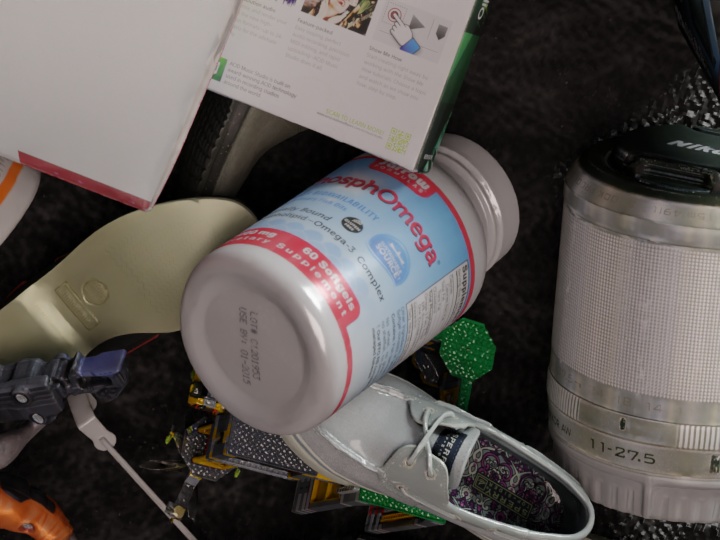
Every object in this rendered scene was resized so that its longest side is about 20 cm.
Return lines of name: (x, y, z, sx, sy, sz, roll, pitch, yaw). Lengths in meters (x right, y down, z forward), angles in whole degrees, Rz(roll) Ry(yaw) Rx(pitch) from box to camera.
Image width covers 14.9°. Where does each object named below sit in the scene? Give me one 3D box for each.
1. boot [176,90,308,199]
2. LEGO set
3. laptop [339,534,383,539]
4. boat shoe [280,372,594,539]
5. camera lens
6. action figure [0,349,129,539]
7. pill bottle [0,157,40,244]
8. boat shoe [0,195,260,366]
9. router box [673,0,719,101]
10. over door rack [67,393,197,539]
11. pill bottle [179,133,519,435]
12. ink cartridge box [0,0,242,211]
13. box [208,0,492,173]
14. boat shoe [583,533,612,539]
boot: (-0.017, -0.094, 1.574, 0.130, 0.068, 0.201, 21, 106, -19)
LEGO set: (-0.027, 0.079, 1.620, 0.199, 0.116, 0.155, 8, 78, -24)
laptop: (-0.003, 0.261, 1.653, 0.199, 0.103, 0.178, 16, 118, -12)
boat shoe: (0.046, 0.102, 1.544, 0.200, 0.071, 0.070, 27, 71, -19)
camera lens: (0.191, 0.026, 1.587, 0.159, 0.160, 0.201, 1, 108, -8)
action figure: (-0.210, 0.114, 1.534, 0.199, 0.105, 0.194, -17, 119, 30)
pill bottle: (-0.284, -0.080, 1.514, 0.114, 0.114, 0.200, -45, 108, 8)
boat shoe: (-0.139, 0.010, 1.569, 0.201, 0.063, 0.074, -30, 99, 20)
router box: (0.201, -0.184, 1.497, 0.062, 0.200, 0.151, -12, 109, 2)
over door rack: (-0.162, 0.194, 1.646, 0.147, 0.067, 0.200, -37, 109, 4)
pill bottle: (0.000, 0.000, 1.511, 0.108, 0.200, 0.109, 20, 127, 30)
ink cartridge box: (-0.153, -0.148, 1.465, 0.145, 0.200, 0.145, 20, 107, -12)
box: (0.004, -0.171, 1.487, 0.144, 0.036, 0.201, 22, 98, 14)
boat shoe: (0.206, 0.226, 1.700, 0.199, 0.074, 0.066, 28, 91, -25)
